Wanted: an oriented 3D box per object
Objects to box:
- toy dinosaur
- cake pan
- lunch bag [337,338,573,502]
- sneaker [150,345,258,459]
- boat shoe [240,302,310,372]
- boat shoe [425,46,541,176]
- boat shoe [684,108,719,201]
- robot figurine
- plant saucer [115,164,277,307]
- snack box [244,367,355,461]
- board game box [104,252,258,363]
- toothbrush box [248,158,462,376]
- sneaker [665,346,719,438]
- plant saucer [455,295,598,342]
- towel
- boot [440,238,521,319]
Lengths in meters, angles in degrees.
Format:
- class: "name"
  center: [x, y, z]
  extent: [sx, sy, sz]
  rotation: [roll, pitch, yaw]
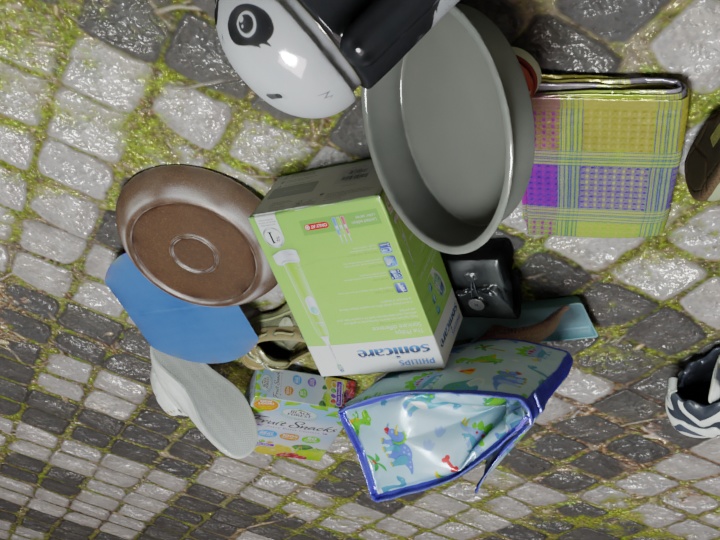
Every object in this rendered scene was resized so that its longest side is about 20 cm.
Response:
- class: "toy dinosaur"
  center: [0.150, 0.100, 1.054]
  extent: [0.135, 0.086, 0.201]
  rotation: [34, 134, 4]
- class: "cake pan"
  center: [0.066, -0.115, 0.723]
  extent: [0.036, 0.202, 0.201]
  rotation: [-16, 157, -27]
- class: "lunch bag"
  center: [0.108, 0.141, 0.946]
  extent: [0.198, 0.170, 0.129]
  rotation: [-24, 92, 29]
- class: "sneaker"
  center: [-0.218, 0.185, 1.283]
  extent: [0.200, 0.073, 0.116]
  rotation: [49, 151, 11]
- class: "boat shoe"
  center: [-0.099, 0.092, 1.162]
  extent: [0.073, 0.064, 0.200]
  rotation: [30, 144, -26]
- class: "boat shoe"
  center: [0.085, -0.108, 0.797]
  extent: [0.071, 0.063, 0.200]
  rotation: [35, 147, -4]
- class: "boat shoe"
  center: [0.326, -0.125, 0.721]
  extent: [0.075, 0.073, 0.201]
  rotation: [0, 154, -8]
- class: "robot figurine"
  center: [-0.006, -0.196, 0.616]
  extent: [0.125, 0.200, 0.150]
  rotation: [46, -178, 0]
- class: "plant saucer"
  center: [-0.178, -0.026, 1.015]
  extent: [0.197, 0.032, 0.202]
  rotation: [8, 134, 8]
- class: "snack box"
  center: [-0.100, 0.208, 1.328]
  extent: [0.140, 0.054, 0.201]
  rotation: [9, 147, -14]
- class: "board game box"
  center: [-0.213, 0.033, 1.136]
  extent: [0.156, 0.039, 0.201]
  rotation: [-8, 131, 24]
- class: "toothbrush box"
  center: [0.000, 0.000, 0.926]
  extent: [0.144, 0.086, 0.202]
  rotation: [-8, 120, 27]
- class: "sneaker"
  center: [0.438, 0.140, 1.043]
  extent: [0.197, 0.080, 0.130]
  rotation: [3, 155, 31]
- class: "plant saucer"
  center: [0.169, 0.062, 1.075]
  extent: [0.198, 0.019, 0.070]
  rotation: [-8, 141, 29]
- class: "towel"
  center: [0.210, -0.097, 0.826]
  extent: [0.141, 0.023, 0.201]
  rotation: [3, 145, 15]
- class: "boot"
  center: [0.083, 0.039, 1.030]
  extent: [0.197, 0.066, 0.166]
  rotation: [-7, 139, 21]
